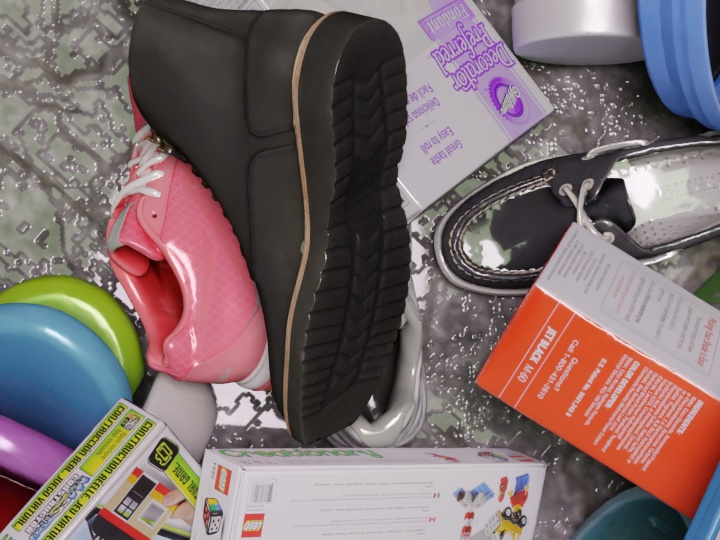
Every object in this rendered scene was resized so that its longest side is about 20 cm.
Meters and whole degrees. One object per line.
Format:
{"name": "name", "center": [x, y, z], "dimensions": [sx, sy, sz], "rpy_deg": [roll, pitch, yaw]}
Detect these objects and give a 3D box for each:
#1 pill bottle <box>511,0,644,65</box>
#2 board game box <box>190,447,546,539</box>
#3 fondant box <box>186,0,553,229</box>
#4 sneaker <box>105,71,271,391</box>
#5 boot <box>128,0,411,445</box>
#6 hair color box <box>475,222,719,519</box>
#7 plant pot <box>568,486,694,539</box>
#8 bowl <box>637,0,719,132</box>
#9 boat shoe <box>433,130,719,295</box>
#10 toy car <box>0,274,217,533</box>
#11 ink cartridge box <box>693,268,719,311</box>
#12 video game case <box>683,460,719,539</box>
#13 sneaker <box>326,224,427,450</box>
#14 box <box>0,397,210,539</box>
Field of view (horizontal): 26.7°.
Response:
{"name": "pill bottle", "center": [0.122, -0.214, 0.801], "dimensions": [0.111, 0.111, 0.200], "rpy_deg": [1, 86, -5]}
{"name": "board game box", "center": [0.003, 0.152, 0.744], "dimensions": [0.200, 0.035, 0.126], "rpy_deg": [6, 97, -40]}
{"name": "fondant box", "center": [-0.009, -0.124, 0.772], "dimensions": [0.200, 0.058, 0.144], "rpy_deg": [53, 42, -1]}
{"name": "sneaker", "center": [-0.091, -0.035, 0.762], "dimensions": [0.087, 0.074, 0.200], "rpy_deg": [-2, 67, -42]}
{"name": "boot", "center": [-0.051, -0.031, 0.716], "dimensions": [0.138, 0.077, 0.200], "rpy_deg": [18, 111, 33]}
{"name": "hair color box", "center": [0.164, 0.066, 0.729], "dimensions": [0.200, 0.111, 0.064], "rpy_deg": [31, 113, 6]}
{"name": "plant pot", "center": [0.191, 0.237, 0.749], "dimensions": [0.196, 0.200, 0.200], "rpy_deg": [26, 85, -10]}
{"name": "bowl", "center": [0.193, -0.171, 0.773], "dimensions": [0.039, 0.201, 0.201], "rpy_deg": [12, 85, 30]}
{"name": "boat shoe", "center": [0.140, -0.033, 0.817], "dimensions": [0.200, 0.060, 0.074], "rpy_deg": [-10, 87, -5]}
{"name": "toy car", "center": [-0.174, 0.096, 0.738], "dimensions": [0.175, 0.150, 0.200], "rpy_deg": [24, 85, -3]}
{"name": "ink cartridge box", "center": [0.301, 0.001, 0.817], "dimensions": [0.200, 0.084, 0.146], "rpy_deg": [-45, 91, -6]}
{"name": "video game case", "center": [0.222, 0.145, 0.649], "dimensions": [0.200, 0.018, 0.143], "rpy_deg": [24, 91, -20]}
{"name": "sneaker", "center": [0.000, 0.000, 0.783], "dimensions": [0.078, 0.099, 0.200], "rpy_deg": [-14, 88, -6]}
{"name": "box", "center": [-0.092, 0.163, 0.726], "dimensions": [0.110, 0.035, 0.200], "rpy_deg": [-50, 136, -19]}
